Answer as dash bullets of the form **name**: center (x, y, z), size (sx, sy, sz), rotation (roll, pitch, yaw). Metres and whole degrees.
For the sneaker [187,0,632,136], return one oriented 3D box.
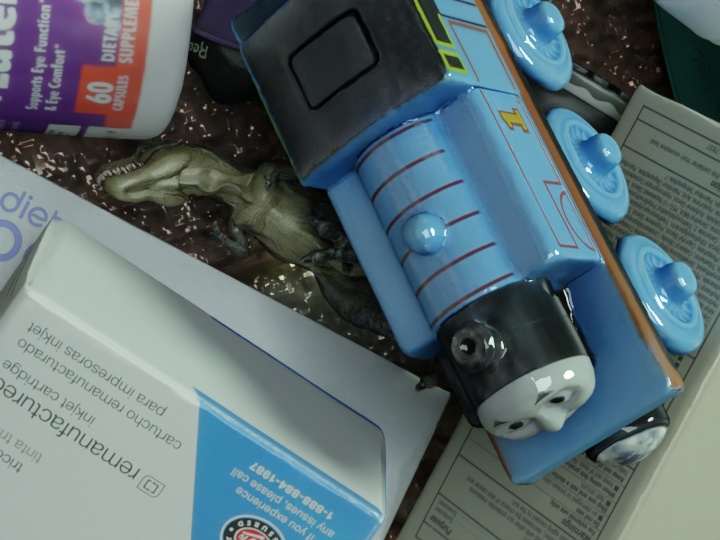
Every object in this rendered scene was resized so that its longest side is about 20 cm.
- **sneaker**: center (0.028, -0.062, 0.852), size (0.199, 0.076, 0.088), rotation (28, 95, -7)

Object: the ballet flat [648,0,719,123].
- **ballet flat**: center (0.138, -0.149, 0.884), size (0.075, 0.068, 0.201), rotation (-28, 102, -39)

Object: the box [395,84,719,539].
- **box**: center (0.106, 0.045, 0.806), size (0.078, 0.095, 0.201), rotation (20, 101, -48)

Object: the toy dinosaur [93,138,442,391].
- **toy dinosaur**: center (0.000, 0.000, 0.806), size (0.199, 0.088, 0.048), rotation (29, 96, -19)

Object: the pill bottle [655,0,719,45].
- **pill bottle**: center (0.208, -0.083, 0.817), size (0.199, 0.111, 0.112), rotation (30, 79, -23)

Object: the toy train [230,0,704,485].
- **toy train**: center (0.039, -0.024, 0.739), size (0.114, 0.087, 0.201), rotation (2, 59, -56)

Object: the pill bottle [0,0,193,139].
- **pill bottle**: center (-0.164, -0.108, 0.774), size (0.199, 0.111, 0.112), rotation (3, 86, -14)

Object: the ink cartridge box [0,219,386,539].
- **ink cartridge box**: center (-0.104, 0.109, 0.749), size (0.144, 0.085, 0.200), rotation (33, 105, -10)

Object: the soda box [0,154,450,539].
- **soda box**: center (-0.071, 0.031, 0.813), size (0.199, 0.063, 0.069), rotation (29, 80, -11)
